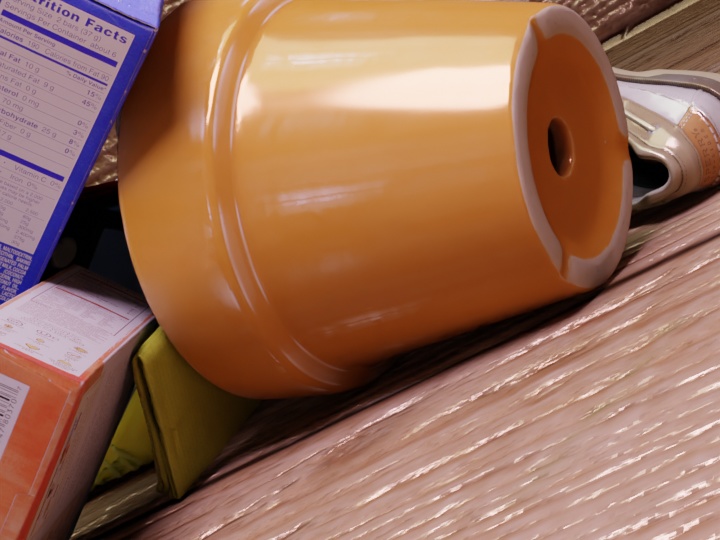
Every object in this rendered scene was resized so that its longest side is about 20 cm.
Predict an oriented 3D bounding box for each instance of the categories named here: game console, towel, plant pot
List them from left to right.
[{"bbox_3d":[-0.096,0.008,0.923,0.199,0.118,0.174,11,-78,-60],"label":"game console"},{"bbox_3d":[-0.057,0.022,0.790,0.018,0.087,0.200,5,34,25],"label":"towel"},{"bbox_3d":[0.020,-0.046,0.722,0.182,0.202,0.200,-7,16,32],"label":"plant pot"}]

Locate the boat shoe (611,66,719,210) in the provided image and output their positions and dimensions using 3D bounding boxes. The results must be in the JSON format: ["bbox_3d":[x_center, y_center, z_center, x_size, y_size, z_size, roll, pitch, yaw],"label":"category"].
[{"bbox_3d":[0.114,-0.069,0.829,0.068,0.075,0.199,-32,19,-33],"label":"boat shoe"}]

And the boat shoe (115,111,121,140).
[{"bbox_3d":[-0.062,-0.103,0.844,0.065,0.073,0.200,-6,23,28],"label":"boat shoe"}]

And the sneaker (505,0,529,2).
[{"bbox_3d":[0.035,-0.102,0.911,0.116,0.073,0.200,-63,2,-17],"label":"sneaker"}]

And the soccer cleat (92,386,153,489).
[{"bbox_3d":[-0.163,0.110,0.904,0.199,0.065,0.084,-20,39,37],"label":"soccer cleat"}]

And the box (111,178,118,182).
[{"bbox_3d":[-0.197,0.036,1.122,0.192,0.047,0.202,-24,50,38],"label":"box"}]

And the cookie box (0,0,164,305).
[{"bbox_3d":[-0.157,-0.093,0.741,0.201,0.075,0.172,-58,19,32],"label":"cookie box"}]

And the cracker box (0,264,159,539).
[{"bbox_3d":[-0.150,0.079,0.689,0.200,0.057,0.135,-68,2,-83],"label":"cracker box"}]
